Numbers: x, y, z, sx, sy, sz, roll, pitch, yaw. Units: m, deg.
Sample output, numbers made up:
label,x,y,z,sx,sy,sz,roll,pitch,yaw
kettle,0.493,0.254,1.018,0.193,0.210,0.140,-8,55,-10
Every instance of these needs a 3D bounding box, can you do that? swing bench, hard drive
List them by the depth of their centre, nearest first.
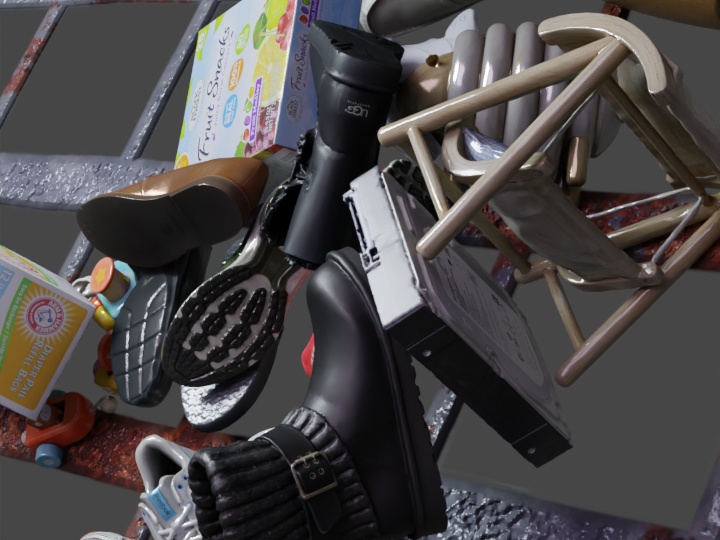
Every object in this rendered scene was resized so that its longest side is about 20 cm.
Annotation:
label,x,y,z,sx,sy,sz,roll,pitch,yaw
swing bench,0.156,-0.056,1.229,0.200,0.199,0.130,-33,43,16
hard drive,0.068,0.032,1.235,0.038,0.200,0.140,-34,42,16

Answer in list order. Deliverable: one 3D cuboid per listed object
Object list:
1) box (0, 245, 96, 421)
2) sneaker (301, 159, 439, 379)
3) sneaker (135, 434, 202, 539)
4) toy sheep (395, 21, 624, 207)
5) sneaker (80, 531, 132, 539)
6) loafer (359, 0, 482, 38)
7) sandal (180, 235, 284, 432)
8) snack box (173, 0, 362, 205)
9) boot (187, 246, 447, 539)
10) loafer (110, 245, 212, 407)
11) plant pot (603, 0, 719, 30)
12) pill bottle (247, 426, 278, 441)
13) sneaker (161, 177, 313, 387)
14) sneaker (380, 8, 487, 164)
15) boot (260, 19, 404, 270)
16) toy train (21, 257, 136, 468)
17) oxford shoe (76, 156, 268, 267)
label,x,y,z,sx,sy,sz,roll,pitch,yaw
box,-0.309,0.044,1.562,0.113,0.101,0.200,-61,18,-2
sneaker,0.000,0.000,1.418,0.085,0.077,0.200,-11,51,46
sneaker,-0.128,0.201,1.362,0.075,0.087,0.200,-40,43,7
toy sheep,0.126,-0.120,1.361,0.200,0.138,0.138,7,56,-1
sneaker,-0.178,0.263,1.358,0.078,0.082,0.200,-42,41,7
loafer,0.085,-0.256,1.543,0.200,0.070,0.070,-34,34,15
sandal,-0.091,0.052,1.485,0.076,0.043,0.200,-10,44,27
snack box,-0.082,-0.148,1.535,0.200,0.068,0.169,-24,54,58
boot,-0.042,0.098,1.191,0.158,0.079,0.211,-13,80,-15
loafer,-0.158,0.032,1.525,0.073,0.072,0.200,-21,47,35
plant pot,0.228,-0.266,1.364,0.186,0.186,0.200,-47,54,1
pill bottle,-0.044,0.213,1.260,0.112,0.112,0.200,-23,46,26
sneaker,-0.085,0.013,1.453,0.200,0.077,0.089,-51,6,-11
sneaker,0.052,-0.164,1.502,0.115,0.075,0.200,-36,33,-3
boot,-0.023,-0.096,1.385,0.200,0.076,0.168,-103,30,-73
toy train,-0.241,0.065,1.585,0.150,0.056,0.200,-18,49,29
oxford shoe,-0.151,-0.052,1.489,0.200,0.071,0.071,-8,31,39
